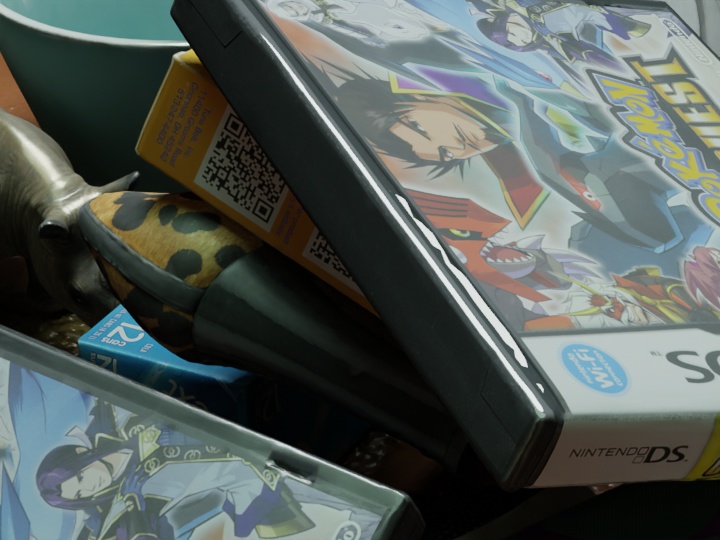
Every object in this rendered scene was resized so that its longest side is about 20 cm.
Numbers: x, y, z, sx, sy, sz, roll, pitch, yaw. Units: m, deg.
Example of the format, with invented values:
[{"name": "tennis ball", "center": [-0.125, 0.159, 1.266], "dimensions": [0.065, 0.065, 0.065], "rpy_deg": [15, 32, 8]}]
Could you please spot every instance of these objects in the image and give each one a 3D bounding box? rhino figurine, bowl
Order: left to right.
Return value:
[{"name": "rhino figurine", "center": [-0.135, -0.023, 0.974], "dimensions": [0.060, 0.088, 0.200], "rpy_deg": [-25, 36, -33]}, {"name": "bowl", "center": [-0.055, -0.088, 1.063], "dimensions": [0.200, 0.105, 0.201], "rpy_deg": [-3, 29, 2]}]

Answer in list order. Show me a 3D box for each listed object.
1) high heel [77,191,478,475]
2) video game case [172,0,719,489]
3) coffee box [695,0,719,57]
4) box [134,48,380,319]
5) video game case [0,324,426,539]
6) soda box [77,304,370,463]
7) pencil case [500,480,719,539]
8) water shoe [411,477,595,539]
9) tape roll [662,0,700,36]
[{"name": "high heel", "center": [0.000, 0.000, 0.844], "dimensions": [0.142, 0.072, 0.200], "rpy_deg": [28, 15, 12]}, {"name": "video game case", "center": [0.066, -0.018, 0.728], "dimensions": [0.180, 0.026, 0.200], "rpy_deg": [1, 39, -36]}, {"name": "coffee box", "center": [0.225, -0.085, 0.973], "dimensions": [0.199, 0.114, 0.080], "rpy_deg": [5, 73, -5]}, {"name": "box", "center": [0.045, -0.013, 0.783], "dimensions": [0.200, 0.042, 0.119], "rpy_deg": [36, 31, 12]}, {"name": "video game case", "center": [-0.107, 0.114, 0.661], "dimensions": [0.180, 0.026, 0.200], "rpy_deg": [21, 71, 24]}, {"name": "soda box", "center": [-0.016, 0.013, 0.922], "dimensions": [0.068, 0.064, 0.200], "rpy_deg": [13, 33, 26]}, {"name": "pencil case", "center": [0.075, 0.109, 0.718], "dimensions": [0.200, 0.093, 0.085], "rpy_deg": [-23, 3, -26]}, {"name": "water shoe", "center": [-0.022, 0.084, 0.761], "dimensions": [0.200, 0.072, 0.079], "rpy_deg": [-20, 68, -26]}, {"name": "tape roll", "center": [0.029, -0.118, 0.942], "dimensions": [0.200, 0.066, 0.201], "rpy_deg": [29, 39, -27]}]
